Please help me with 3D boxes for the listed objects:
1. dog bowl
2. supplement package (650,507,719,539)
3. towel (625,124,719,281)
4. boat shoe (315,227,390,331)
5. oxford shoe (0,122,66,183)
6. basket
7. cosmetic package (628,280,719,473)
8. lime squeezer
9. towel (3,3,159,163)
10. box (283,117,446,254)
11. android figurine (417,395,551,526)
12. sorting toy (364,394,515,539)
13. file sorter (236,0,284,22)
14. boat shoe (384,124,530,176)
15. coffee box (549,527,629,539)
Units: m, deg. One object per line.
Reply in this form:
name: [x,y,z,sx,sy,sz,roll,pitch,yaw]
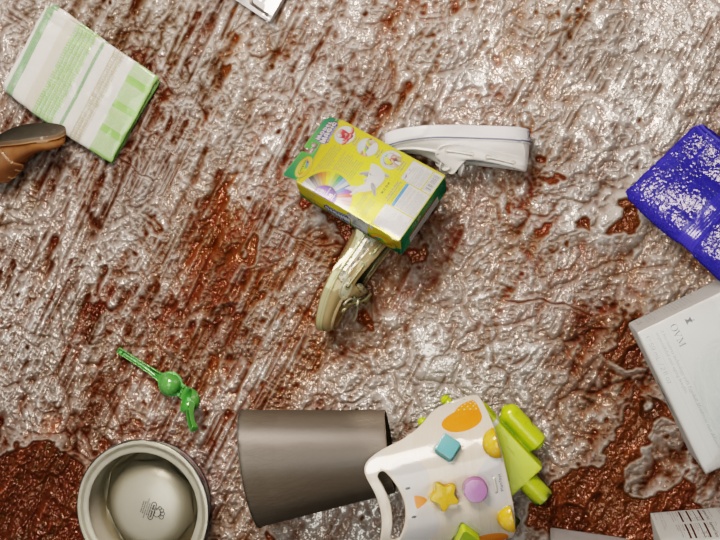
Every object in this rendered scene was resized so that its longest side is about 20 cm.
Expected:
dog bowl: [-0.303,0.337,1.605,0.197,0.074,0.204,0,93,9]
supplement package: [0.490,0.417,1.439,0.197,0.147,0.195,-6,92,10]
towel: [0.452,-0.089,1.411,0.147,0.050,0.200,-41,54,-1]
boat shoe: [0.000,0.000,1.534,0.062,0.073,0.202,28,97,9]
oxford shoe: [-0.504,-0.167,1.615,0.197,0.071,0.072,-10,112,21]
basket: [-0.055,0.259,1.528,0.197,0.137,0.182,-9,123,4]
cosmetic package: [0.483,0.120,1.437,0.198,0.123,0.202,-27,89,8]
lime squeezer: [-0.275,0.175,1.597,0.199,0.070,0.038,39,118,35]
towel: [-0.403,-0.270,1.612,0.199,0.031,0.150,34,100,4]
box: [0.004,-0.119,1.503,0.198,0.049,0.118,31,72,18]
android figurine: [0.165,0.263,1.538,0.200,0.041,0.182,44,100,2]
sorting toy: [0.100,0.290,1.459,0.177,0.107,0.203,-14,95,-6]
file sorter: [-0.181,-0.459,1.511,0.199,0.124,0.140,34,97,6]
boat shoe: [0.130,-0.160,1.503,0.196,0.074,0.067,1,89,10]
coffee box: [0.302,0.465,1.508,0.111,0.080,0.204,7,94,8]
